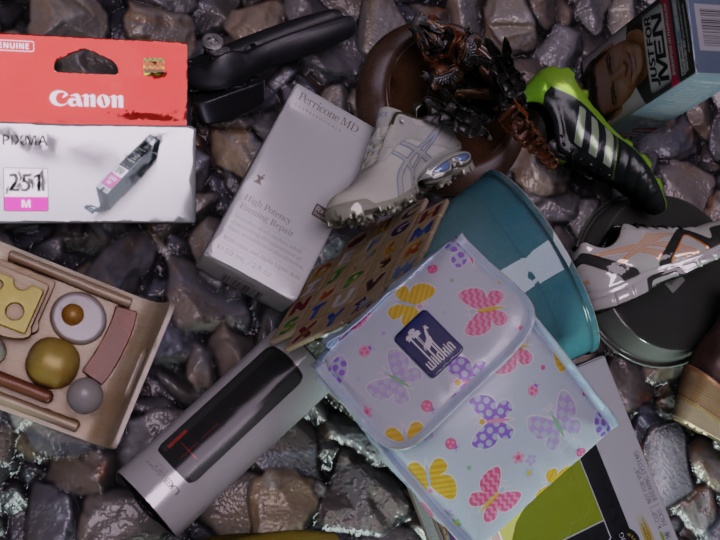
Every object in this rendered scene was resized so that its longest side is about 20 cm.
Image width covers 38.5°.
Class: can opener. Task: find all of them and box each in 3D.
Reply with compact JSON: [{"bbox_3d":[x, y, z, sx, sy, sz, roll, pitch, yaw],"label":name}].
[{"bbox_3d":[-0.095,-0.224,1.055,0.199,0.079,0.063,-33,50,-24],"label":"can opener"}]

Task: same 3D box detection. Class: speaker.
[{"bbox_3d":[-0.123,0.147,0.946,0.200,0.081,0.081,-42,92,-20],"label":"speaker"}]

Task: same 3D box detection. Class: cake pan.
[{"bbox_3d":[0.331,0.006,1.137,0.199,0.037,0.202,4,77,-16],"label":"cake pan"}]

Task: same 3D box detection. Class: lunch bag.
[{"bbox_3d":[0.079,0.097,0.836,0.169,0.127,0.200,-39,100,-7],"label":"lunch bag"}]

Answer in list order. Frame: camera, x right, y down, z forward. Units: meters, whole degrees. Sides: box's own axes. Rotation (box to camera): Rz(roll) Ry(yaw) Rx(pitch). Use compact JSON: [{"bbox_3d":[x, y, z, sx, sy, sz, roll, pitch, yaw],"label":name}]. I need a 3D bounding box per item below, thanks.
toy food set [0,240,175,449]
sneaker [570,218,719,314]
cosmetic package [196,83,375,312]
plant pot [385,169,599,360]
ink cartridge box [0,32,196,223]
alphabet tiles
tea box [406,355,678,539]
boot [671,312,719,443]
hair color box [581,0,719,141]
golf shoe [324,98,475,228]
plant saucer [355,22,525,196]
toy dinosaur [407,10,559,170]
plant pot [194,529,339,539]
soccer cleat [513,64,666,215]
[{"bbox_3d":[-0.286,0.059,0.925,0.199,0.060,0.144,23,73,-11],"label":"toy food set"},{"bbox_3d":[0.308,-0.023,1.078,0.199,0.074,0.080,-21,83,-20],"label":"sneaker"},{"bbox_3d":[-0.070,-0.071,1.014,0.101,0.074,0.201,28,73,-10],"label":"cosmetic package"},{"bbox_3d":[0.094,0.038,0.986,0.187,0.200,0.201,-30,88,-5],"label":"plant pot"},{"bbox_3d":[-0.254,-0.132,0.964,0.199,0.044,0.175,-1,96,-17],"label":"ink cartridge box"},{"bbox_3d":[0.000,0.000,0.948,0.006,0.166,0.200,53,32,-16],"label":"alphabet tiles"},{"bbox_3d":[0.163,0.215,0.988,0.196,0.134,0.201,-18,83,-20],"label":"tea box"},{"bbox_3d":[0.442,0.123,1.103,0.199,0.072,0.167,29,87,-13],"label":"boot"},{"bbox_3d":[0.313,-0.215,1.093,0.060,0.200,0.100,0,78,-17],"label":"hair color box"},{"bbox_3d":[0.023,-0.105,0.996,0.200,0.078,0.098,-32,101,-46],"label":"golf shoe"},{"bbox_3d":[0.094,-0.181,1.110,0.199,0.032,0.202,3,78,-17],"label":"plant saucer"},{"bbox_3d":[0.128,-0.187,1.042,0.199,0.136,0.103,26,105,4],"label":"toy dinosaur"},{"bbox_3d":[-0.100,0.311,0.862,0.199,0.195,0.195,-18,84,-26],"label":"plant pot"},{"bbox_3d":[0.245,-0.128,1.106,0.081,0.068,0.200,-40,87,-5],"label":"soccer cleat"}]
